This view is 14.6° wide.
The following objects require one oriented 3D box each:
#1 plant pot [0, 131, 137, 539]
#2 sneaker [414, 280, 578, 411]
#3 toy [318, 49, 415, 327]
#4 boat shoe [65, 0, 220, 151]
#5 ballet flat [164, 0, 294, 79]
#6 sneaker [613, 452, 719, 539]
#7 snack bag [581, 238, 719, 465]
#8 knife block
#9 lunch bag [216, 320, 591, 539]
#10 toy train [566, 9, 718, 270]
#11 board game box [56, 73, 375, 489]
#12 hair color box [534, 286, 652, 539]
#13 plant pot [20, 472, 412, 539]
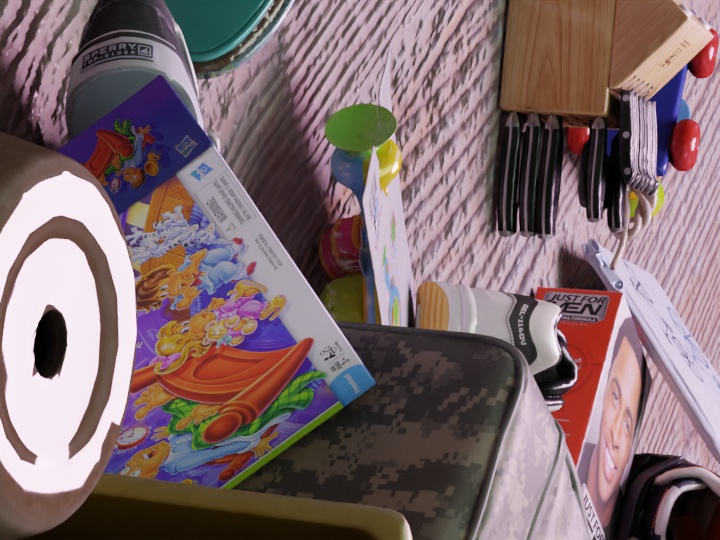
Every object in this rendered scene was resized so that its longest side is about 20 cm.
[{"bbox_3d":[-0.170,0.019,0.862,0.200,0.174,0.201,4,90,-67],"label":"plant pot"},{"bbox_3d":[0.075,0.067,1.549,0.200,0.087,0.076,81,13,-71],"label":"sneaker"},{"bbox_3d":[0.000,0.000,1.434,0.115,0.047,0.200,-81,172,-47],"label":"toy"},{"bbox_3d":[-0.091,-0.032,1.187,0.068,0.073,0.200,-92,174,-46],"label":"boat shoe"},{"bbox_3d":[-0.048,-0.167,1.284,0.074,0.074,0.201,51,50,-59],"label":"ballet flat"},{"bbox_3d":[0.195,0.155,1.799,0.079,0.200,0.079,22,82,-39],"label":"sneaker"},{"bbox_3d":[0.218,0.072,1.887,0.189,0.021,0.200,59,11,15],"label":"snack bag"},{"bbox_3d":[0.117,-0.123,1.721,0.200,0.176,0.064,52,12,18],"label":"knife block"},{"bbox_3d":[0.000,0.118,1.270,0.168,0.199,0.140,62,41,-47],"label":"lunch bag"},{"bbox_3d":[0.179,-0.065,1.851,0.116,0.084,0.201,79,23,-63],"label":"toy train"},{"bbox_3d":[-0.088,0.026,1.129,0.134,0.045,0.200,-36,146,-2],"label":"board game box"},{"bbox_3d":[0.125,0.120,1.754,0.102,0.061,0.200,65,35,-50],"label":"hair color box"},{"bbox_3d":[-0.072,0.202,1.126,0.200,0.194,0.196,60,39,-68],"label":"plant pot"}]
